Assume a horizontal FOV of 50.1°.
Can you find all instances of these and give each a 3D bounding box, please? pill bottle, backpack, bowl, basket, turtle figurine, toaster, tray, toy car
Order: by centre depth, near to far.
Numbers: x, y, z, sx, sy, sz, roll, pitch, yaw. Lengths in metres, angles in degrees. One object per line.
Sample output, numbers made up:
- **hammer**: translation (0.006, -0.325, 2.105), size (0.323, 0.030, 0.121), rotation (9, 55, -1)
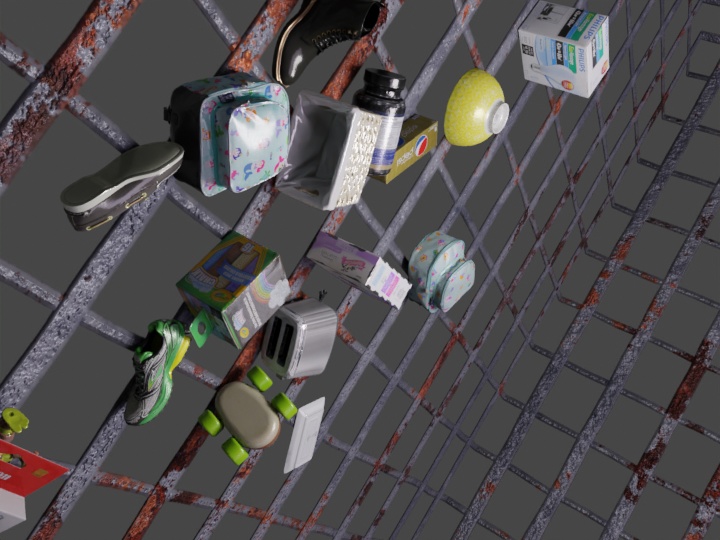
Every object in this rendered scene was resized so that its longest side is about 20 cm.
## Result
- **turtle figurine**: translation (-0.547, 0.269, 1.147), size (0.200, 0.064, 0.161), rotation (0, 137, -40)
- **backpack**: translation (-0.198, -0.226, 1.248), size (0.200, 0.150, 0.178), rotation (-35, 139, -48)
- **basket**: translation (-0.058, -0.229, 1.475), size (0.123, 0.135, 0.200), rotation (-11, 122, -59)
- **pill bottle**: translation (0.030, -0.304, 1.574), size (0.112, 0.112, 0.200), rotation (-17, 127, -52)
- **toy car**: translation (-0.226, 0.326, 1.650), size (0.164, 0.158, 0.200), rotation (-42, 158, -13)
- **toaster**: translation (-0.131, 0.143, 1.675), size (0.129, 0.114, 0.200), rotation (-10, 123, -53)
- **bowl**: translation (0.310, -0.400, 1.951), size (0.200, 0.108, 0.200), rotation (-39, 143, -37)
- **tray**: translation (-0.139, 0.427, 1.982), size (0.107, 0.022, 0.200), rotation (-17, 127, -54)
- **backpack**: translation (0.215, 0.000, 2.083), size (0.176, 0.153, 0.200), rotation (-40, 137, -27)

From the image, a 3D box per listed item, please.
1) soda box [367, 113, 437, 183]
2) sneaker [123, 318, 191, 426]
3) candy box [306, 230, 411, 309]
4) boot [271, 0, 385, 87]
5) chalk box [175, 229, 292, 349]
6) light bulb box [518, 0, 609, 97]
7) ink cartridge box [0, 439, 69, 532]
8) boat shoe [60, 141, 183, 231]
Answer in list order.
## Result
- **soda box**: translation (0.093, -0.277, 1.746), size (0.200, 0.064, 0.068), rotation (-40, 144, -35)
- **sneaker**: translation (-0.377, 0.176, 1.360), size (0.085, 0.078, 0.200), rotation (25, 82, -54)
- **candy box**: translation (0.000, 0.000, 1.712), size (0.072, 0.168, 0.200), rotation (-61, 151, -5)
- **boot**: translation (-0.058, -0.398, 1.330), size (0.077, 0.138, 0.200), rotation (20, 97, -61)
- **chalk box**: translation (-0.243, 0.049, 1.411), size (0.200, 0.124, 0.124), rotation (-46, 148, -26)
- **light bulb box**: translation (0.552, -0.599, 2.086), size (0.125, 0.200, 0.198), rotation (-55, 149, -16)
- **ink cartridge box**: translation (-0.549, 0.313, 1.099), size (0.176, 0.045, 0.200), rotation (-28, 143, 6)
- **boat shoe**: translation (-0.350, -0.128, 1.154), size (0.201, 0.072, 0.061), rotation (-35, 145, -30)
